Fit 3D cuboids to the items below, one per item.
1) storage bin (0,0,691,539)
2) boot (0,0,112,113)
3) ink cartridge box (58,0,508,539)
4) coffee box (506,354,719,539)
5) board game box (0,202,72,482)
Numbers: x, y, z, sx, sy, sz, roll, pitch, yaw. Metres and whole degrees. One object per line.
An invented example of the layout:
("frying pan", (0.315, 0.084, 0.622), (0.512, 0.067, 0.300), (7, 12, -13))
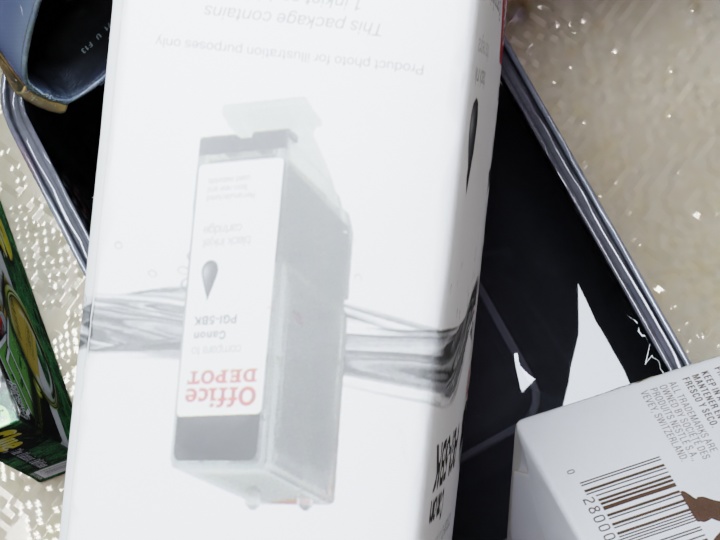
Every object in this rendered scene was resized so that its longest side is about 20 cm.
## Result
("storage bin", (0.000, 0.000, 0.782), (0.135, 0.094, 0.200), (-29, 77, 2))
("boot", (-0.051, -0.136, 0.719), (0.200, 0.075, 0.097), (-49, 54, 26))
("ink cartridge box", (-0.013, -0.002, 0.646), (0.083, 0.147, 0.201), (6, 93, 5))
("coffee box", (0.143, 0.071, 0.706), (0.199, 0.113, 0.080), (-17, 52, -14))
("board game box", (-0.131, -0.038, 0.799), (0.023, 0.105, 0.201), (-21, 79, -1))
